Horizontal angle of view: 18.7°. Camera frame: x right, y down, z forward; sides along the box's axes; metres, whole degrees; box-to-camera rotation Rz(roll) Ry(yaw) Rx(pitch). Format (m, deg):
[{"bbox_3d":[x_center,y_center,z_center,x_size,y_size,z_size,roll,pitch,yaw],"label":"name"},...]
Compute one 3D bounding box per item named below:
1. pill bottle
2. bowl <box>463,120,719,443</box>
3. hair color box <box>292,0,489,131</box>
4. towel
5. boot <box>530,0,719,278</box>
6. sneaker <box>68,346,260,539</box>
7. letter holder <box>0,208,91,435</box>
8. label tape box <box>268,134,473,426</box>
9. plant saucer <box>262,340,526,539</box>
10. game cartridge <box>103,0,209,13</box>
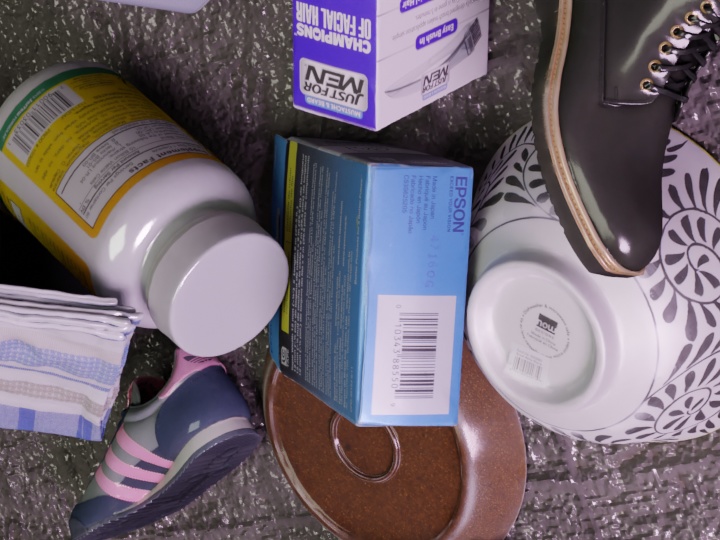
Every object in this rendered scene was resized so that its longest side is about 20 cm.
[{"bbox_3d":[-0.133,-0.036,1.322,0.200,0.112,0.113,40,133,39],"label":"pill bottle"},{"bbox_3d":[0.118,0.019,1.188,0.200,0.094,0.202,18,120,33],"label":"bowl"},{"bbox_3d":[0.018,-0.188,1.159,0.065,0.109,0.201,17,120,33],"label":"hair color box"},{"bbox_3d":[-0.214,0.056,1.317,0.146,0.024,0.200,8,155,-9],"label":"towel"},{"bbox_3d":[0.158,-0.105,1.076,0.138,0.077,0.201,-12,81,37],"label":"boot"},{"bbox_3d":[-0.141,0.118,1.477,0.200,0.070,0.082,-38,69,41],"label":"sneaker"},{"bbox_3d":[-0.276,0.008,1.426,0.142,0.101,0.200,19,165,32],"label":"letter holder"},{"bbox_3d":[0.000,0.000,1.256,0.200,0.066,0.144,-153,64,-72],"label":"label tape box"},{"bbox_3d":[0.011,0.102,1.357,0.200,0.034,0.201,18,122,32],"label":"plant saucer"},{"bbox_3d":[-0.110,-0.227,1.233,0.200,0.133,0.041,-59,39,43],"label":"game cartridge"}]
